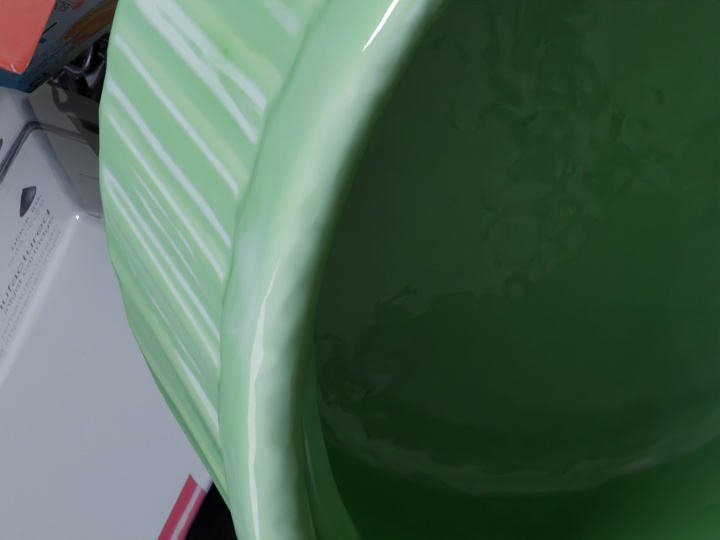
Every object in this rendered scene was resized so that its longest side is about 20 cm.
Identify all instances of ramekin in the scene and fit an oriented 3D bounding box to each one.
[{"bbox_3d":[0.056,-0.015,0.425,0.098,0.200,0.200,44,165,54],"label":"ramekin"}]

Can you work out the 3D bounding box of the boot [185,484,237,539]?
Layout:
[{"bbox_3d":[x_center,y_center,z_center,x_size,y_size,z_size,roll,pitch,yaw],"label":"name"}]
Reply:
[{"bbox_3d":[-0.007,0.139,0.951,0.138,0.078,0.200,27,-174,-31],"label":"boot"}]

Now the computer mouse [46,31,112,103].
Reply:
[{"bbox_3d":[-0.136,-0.007,1.117,0.053,0.200,0.138,19,-174,-33],"label":"computer mouse"}]

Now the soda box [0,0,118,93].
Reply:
[{"bbox_3d":[-0.125,-0.106,0.880,0.064,0.068,0.200,53,-174,6],"label":"soda box"}]

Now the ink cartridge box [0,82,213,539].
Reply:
[{"bbox_3d":[-0.106,0.029,0.945,0.085,0.146,0.200,24,-171,-19],"label":"ink cartridge box"}]

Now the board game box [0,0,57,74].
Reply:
[{"bbox_3d":[-0.112,-0.141,0.695,0.040,0.153,0.200,26,177,-35],"label":"board game box"}]
